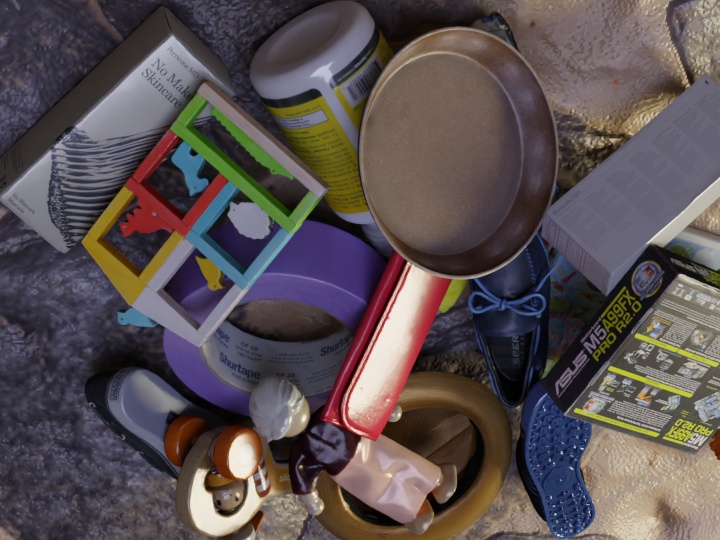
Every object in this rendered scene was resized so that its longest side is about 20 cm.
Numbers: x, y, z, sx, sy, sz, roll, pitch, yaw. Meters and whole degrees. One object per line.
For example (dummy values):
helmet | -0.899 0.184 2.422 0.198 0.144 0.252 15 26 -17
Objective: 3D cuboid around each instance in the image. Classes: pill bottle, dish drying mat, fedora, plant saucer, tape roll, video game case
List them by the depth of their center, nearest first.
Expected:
plant saucer | 0.073 -0.094 1.493 0.199 0.034 0.201 -2 94 -35
dish drying mat | 0.033 0.041 1.529 0.077 0.018 0.201 26 88 -49
pill bottle | 0.001 -0.113 1.538 0.112 0.113 0.200 -30 119 4
tape roll | -0.066 0.044 1.588 0.199 0.066 0.201 2 140 2
fedora | 0.039 0.162 1.707 0.199 0.082 0.202 -5 118 -10
video game case | 0.253 0.037 1.723 0.199 0.022 0.183 15 113 -19

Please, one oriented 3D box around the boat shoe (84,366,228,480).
boat shoe | -0.170 0.147 1.669 0.200 0.056 0.069 49 55 -40

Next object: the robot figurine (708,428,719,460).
robot figurine | 0.448 0.159 1.808 0.199 0.058 0.146 12 115 -17

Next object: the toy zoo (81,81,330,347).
toy zoo | -0.134 -0.033 1.489 0.131 0.020 0.200 41 105 4

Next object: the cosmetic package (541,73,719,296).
cosmetic package | 0.253 -0.074 1.588 0.200 0.083 0.051 -39 161 -16

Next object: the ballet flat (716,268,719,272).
ballet flat | 0.279 0.074 1.701 0.199 0.071 0.065 -31 134 8

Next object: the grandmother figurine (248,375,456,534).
grandmother figurine | -0.015 0.158 1.615 0.200 0.061 0.122 35 86 -22

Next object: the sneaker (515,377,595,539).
sneaker | 0.171 0.160 1.717 0.070 0.078 0.201 -20 133 -11

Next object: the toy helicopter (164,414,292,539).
toy helicopter | -0.090 0.197 1.664 0.200 0.079 0.133 1 94 -51

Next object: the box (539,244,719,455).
box | 0.273 0.073 1.619 0.199 0.044 0.160 18 116 -42

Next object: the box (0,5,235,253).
box | -0.202 -0.114 1.517 0.200 0.068 0.082 -43 118 11

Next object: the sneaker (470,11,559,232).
sneaker | 0.113 -0.119 1.591 0.085 0.077 0.201 -18 113 9

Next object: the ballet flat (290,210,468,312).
ballet flat | 0.000 0.000 1.624 0.199 0.067 0.067 11 117 -19

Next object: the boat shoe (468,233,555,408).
boat shoe | 0.136 0.036 1.627 0.084 0.069 0.201 -5 128 19
